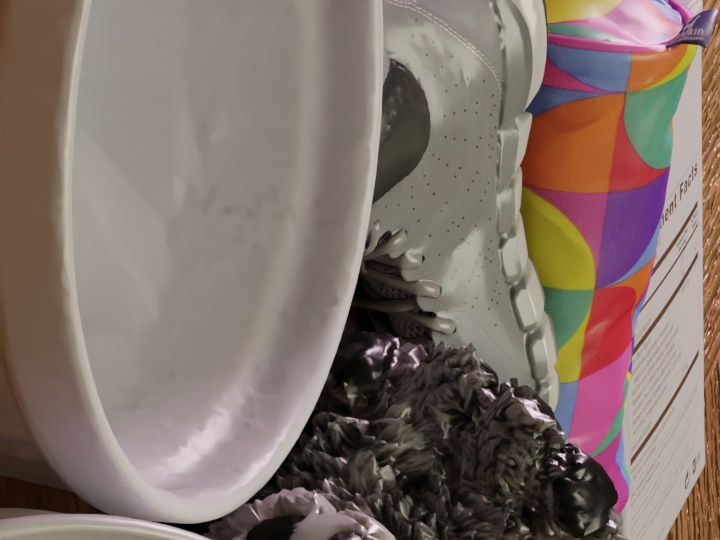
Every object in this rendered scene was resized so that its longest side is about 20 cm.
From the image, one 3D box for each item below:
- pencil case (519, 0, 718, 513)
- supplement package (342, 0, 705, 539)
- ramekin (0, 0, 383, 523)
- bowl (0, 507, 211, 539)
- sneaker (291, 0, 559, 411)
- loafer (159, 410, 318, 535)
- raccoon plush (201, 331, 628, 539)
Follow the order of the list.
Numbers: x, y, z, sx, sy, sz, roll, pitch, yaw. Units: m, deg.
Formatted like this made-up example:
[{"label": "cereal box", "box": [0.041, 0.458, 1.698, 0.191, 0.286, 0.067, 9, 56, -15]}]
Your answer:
[{"label": "pencil case", "box": [0.063, -0.009, 0.939, 0.088, 0.088, 0.200, -49, 151, -58]}, {"label": "supplement package", "box": [0.057, 0.005, 1.065, 0.120, 0.121, 0.200, -47, 138, -58]}, {"label": "ramekin", "box": [-0.076, -0.041, 0.714, 0.200, 0.105, 0.200, 6, 90, -70]}, {"label": "bowl", "box": [-0.096, 0.135, 0.671, 0.201, 0.090, 0.201, -10, 113, -25]}, {"label": "sneaker", "box": [0.000, 0.000, 0.858, 0.115, 0.075, 0.200, -27, 121, -46]}, {"label": "loafer", "box": [-0.028, 0.073, 0.925, 0.201, 0.070, 0.068, 64, 37, -55]}, {"label": "raccoon plush", "box": [0.004, 0.113, 0.799, 0.134, 0.097, 0.200, -49, 149, -27]}]
